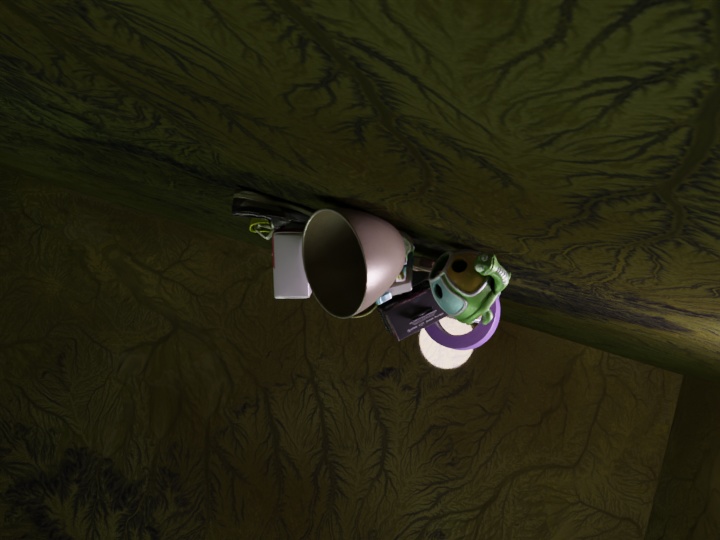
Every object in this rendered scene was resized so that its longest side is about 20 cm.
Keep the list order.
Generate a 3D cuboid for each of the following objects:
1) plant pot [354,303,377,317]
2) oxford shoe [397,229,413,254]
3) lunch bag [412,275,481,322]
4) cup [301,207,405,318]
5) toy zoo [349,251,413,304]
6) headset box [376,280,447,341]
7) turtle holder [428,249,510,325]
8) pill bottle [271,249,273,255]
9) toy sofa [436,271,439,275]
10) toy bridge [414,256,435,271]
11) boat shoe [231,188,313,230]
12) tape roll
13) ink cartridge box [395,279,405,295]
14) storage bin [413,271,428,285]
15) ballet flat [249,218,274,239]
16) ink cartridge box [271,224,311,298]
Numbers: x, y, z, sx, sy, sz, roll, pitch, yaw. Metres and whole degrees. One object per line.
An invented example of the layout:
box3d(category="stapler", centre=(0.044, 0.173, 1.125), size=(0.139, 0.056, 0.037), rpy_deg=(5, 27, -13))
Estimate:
box3d(category="plant pot", centre=(0.000, 0.000, 1.694), size=(0.197, 0.204, 0.141), rpy_deg=(15, -160, 24))
box3d(category="oxford shoe", centre=(0.030, -0.068, 1.405), size=(0.197, 0.076, 0.058), rpy_deg=(3, -146, 40))
box3d(category="lunch bag", centre=(0.267, 0.072, 1.902), size=(0.196, 0.130, 0.169), rpy_deg=(7, -176, -29))
box3d(category="cup", centre=(0.001, -0.026, 1.269), size=(0.141, 0.205, 0.198), rpy_deg=(-14, -163, -37))
box3d(category="toy zoo", centre=(0.043, 0.003, 1.378), size=(0.128, 0.021, 0.201), rpy_deg=(-8, -149, 12))
box3d(category="headset box", centre=(0.126, 0.090, 1.584), size=(0.147, 0.078, 0.200), rpy_deg=(-26, -175, -5))
box3d(category="turtle holder", centre=(0.212, 0.028, 1.333), size=(0.131, 0.142, 0.186), rpy_deg=(34, -177, -10))
box3d(category="pill bottle", centre=(-0.139, -0.055, 1.872), size=(0.196, 0.117, 0.114), rpy_deg=(17, 177, -10))
box3d(category="toy sofa", centre=(0.230, 0.010, 1.578), size=(0.083, 0.098, 0.200), rpy_deg=(40, 177, 2))
box3d(category="toy bridge", centre=(0.170, -0.013, 1.790), size=(0.066, 0.028, 0.200), rpy_deg=(16, 177, -4))
box3d(category="boat shoe", centre=(-0.183, -0.119, 1.465), size=(0.196, 0.066, 0.073), rpy_deg=(16, 175, -8))
box3d(category="tape roll", centre=(0.250, 0.098, 1.707), size=(0.196, 0.204, 0.066), rpy_deg=(15, 177, 21))
box3d(category="ink cartridge box", centre=(0.013, -0.029, 1.544), size=(0.196, 0.118, 0.068), rpy_deg=(16, 176, 22))
box3d(category="storage bin", centre=(0.111, 0.019, 2.042), size=(0.133, 0.096, 0.199), rpy_deg=(14, 175, 25))
box3d(category="ballet flat", centre=(-0.213, -0.107, 1.729), size=(0.197, 0.068, 0.067), rpy_deg=(15, 157, 39))
box3d(category="ink cartridge box", centre=(-0.146, -0.031, 1.557), size=(0.084, 0.151, 0.200), rpy_deg=(-1, -168, 5))
